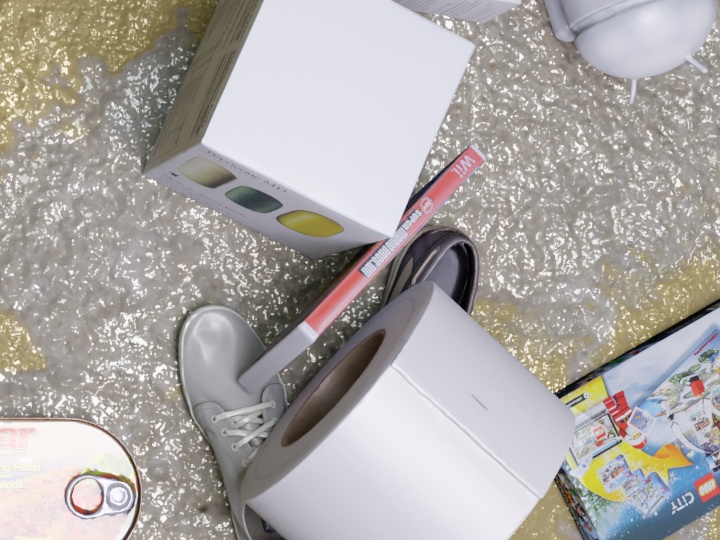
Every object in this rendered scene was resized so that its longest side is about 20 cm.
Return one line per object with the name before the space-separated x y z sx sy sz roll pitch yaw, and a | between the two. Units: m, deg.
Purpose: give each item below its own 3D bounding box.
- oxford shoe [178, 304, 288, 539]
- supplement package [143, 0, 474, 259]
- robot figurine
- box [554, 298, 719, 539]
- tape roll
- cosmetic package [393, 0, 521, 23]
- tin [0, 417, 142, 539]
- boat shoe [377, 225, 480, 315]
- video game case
oxford shoe | -0.080 0.120 1.621 0.075 0.058 0.201 -16 89 -14
supplement package | -0.042 -0.112 1.572 0.151 0.200 0.151 26 79 -13
robot figurine | 0.201 -0.232 1.682 0.113 0.169 0.201 -15 85 -40
box | 0.242 0.125 1.730 0.199 0.038 0.137 -27 95 -17
tape roll | 0.031 0.126 1.530 0.139 0.203 0.203 42 76 -8
cosmetic package | 0.021 -0.259 1.662 0.199 0.085 0.108 9 83 -16
tin | -0.256 0.159 1.574 0.199 0.042 0.113 3 90 -17
boat shoe | 0.039 0.060 1.653 0.074 0.073 0.201 15 82 -16
video game case | 0.000 0.000 1.588 0.017 0.143 0.200 44 63 -2
